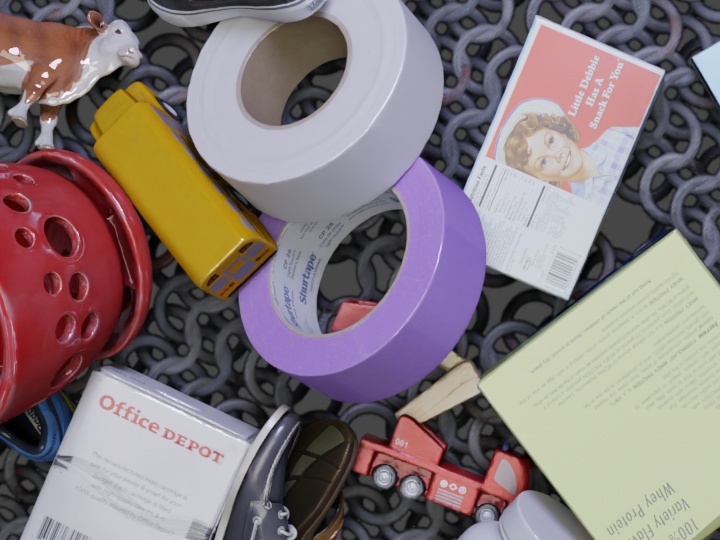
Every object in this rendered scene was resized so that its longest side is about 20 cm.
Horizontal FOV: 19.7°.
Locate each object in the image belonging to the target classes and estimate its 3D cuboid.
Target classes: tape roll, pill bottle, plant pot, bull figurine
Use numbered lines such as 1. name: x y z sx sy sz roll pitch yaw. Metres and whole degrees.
1. tape roll: -0.037 -0.143 1.643 0.201 0.071 0.204 -15 58 25
2. tape roll: 0.000 0.000 1.642 0.199 0.066 0.201 -19 58 32
3. pill bottle: 0.099 0.274 1.647 0.112 0.112 0.200 40 113 4
4. plant pot: -0.275 0.007 1.643 0.200 0.182 0.202 19 119 38
5. bull figurine: -0.279 -0.167 1.714 0.199 0.065 0.122 13 60 13

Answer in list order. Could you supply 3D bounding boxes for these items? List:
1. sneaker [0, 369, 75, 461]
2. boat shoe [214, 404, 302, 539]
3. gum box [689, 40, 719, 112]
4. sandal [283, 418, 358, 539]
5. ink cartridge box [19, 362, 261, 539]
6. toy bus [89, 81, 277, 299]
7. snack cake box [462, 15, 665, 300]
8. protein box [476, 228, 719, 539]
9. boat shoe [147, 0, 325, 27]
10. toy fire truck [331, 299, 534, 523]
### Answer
1. sneaker: -0.317 0.079 1.730 0.200 0.078 0.066 45 98 5
2. boat shoe: -0.079 0.207 1.678 0.062 0.073 0.201 23 99 11
3. gum box: 0.392 -0.146 1.659 0.199 0.045 0.171 -31 88 7
4. sandal: -0.045 0.211 1.708 0.054 0.082 0.201 9 109 -34
5. ink cartridge box: -0.186 0.196 1.715 0.146 0.083 0.201 25 95 5
6. toy bus: -0.151 -0.069 1.679 0.065 0.078 0.200 -43 66 9
7. snack cake box: 0.155 -0.089 1.676 0.114 0.067 0.201 24 94 7
8. protein box: 0.230 0.105 1.639 0.198 0.135 0.200 -38 87 6
9. boat shoe: -0.111 -0.237 1.652 0.199 0.066 0.070 13 65 46
10. toy fire truck: 0.058 0.117 1.702 0.199 0.049 0.142 20 94 5
